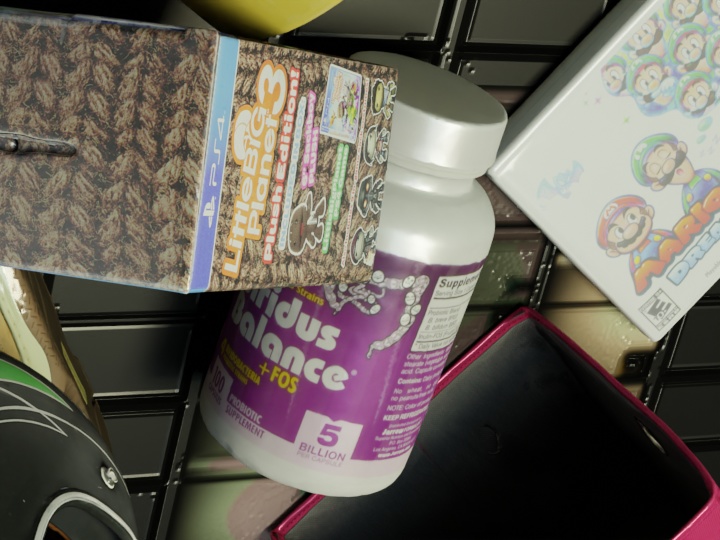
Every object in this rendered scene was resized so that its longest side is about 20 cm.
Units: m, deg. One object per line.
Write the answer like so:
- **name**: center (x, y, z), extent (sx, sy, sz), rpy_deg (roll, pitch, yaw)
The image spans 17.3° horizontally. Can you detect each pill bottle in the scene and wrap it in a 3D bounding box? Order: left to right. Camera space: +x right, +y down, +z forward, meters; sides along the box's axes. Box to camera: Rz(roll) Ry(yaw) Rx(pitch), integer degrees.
- **pill bottle**: center (0.000, 0.000, 1.158), extent (0.112, 0.112, 0.201), rpy_deg (5, 115, -33)

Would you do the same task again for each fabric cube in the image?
- **fabric cube**: center (0.110, 0.183, 1.285), extent (0.200, 0.196, 0.199), rpy_deg (-42, 131, -2)

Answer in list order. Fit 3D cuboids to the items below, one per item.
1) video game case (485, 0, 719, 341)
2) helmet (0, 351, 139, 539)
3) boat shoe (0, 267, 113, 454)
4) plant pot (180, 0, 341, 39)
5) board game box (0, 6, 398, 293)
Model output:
- **video game case**: center (0.180, -0.080, 1.275), extent (0.200, 0.024, 0.182), rpy_deg (-46, 131, 3)
- **helmet**: center (-0.200, 0.118, 1.025), extent (0.191, 0.199, 0.201), rpy_deg (-55, 147, -46)
- **boat shoe**: center (-0.178, 0.041, 1.112), extent (0.076, 0.072, 0.201), rpy_deg (-18, 127, -1)
- **plant pot**: center (-0.057, -0.227, 0.942), extent (0.189, 0.201, 0.201), rpy_deg (40, 95, -25)
- **board game box**: center (-0.095, -0.051, 0.972), extent (0.200, 0.159, 0.097), rpy_deg (-2, 99, -69)
